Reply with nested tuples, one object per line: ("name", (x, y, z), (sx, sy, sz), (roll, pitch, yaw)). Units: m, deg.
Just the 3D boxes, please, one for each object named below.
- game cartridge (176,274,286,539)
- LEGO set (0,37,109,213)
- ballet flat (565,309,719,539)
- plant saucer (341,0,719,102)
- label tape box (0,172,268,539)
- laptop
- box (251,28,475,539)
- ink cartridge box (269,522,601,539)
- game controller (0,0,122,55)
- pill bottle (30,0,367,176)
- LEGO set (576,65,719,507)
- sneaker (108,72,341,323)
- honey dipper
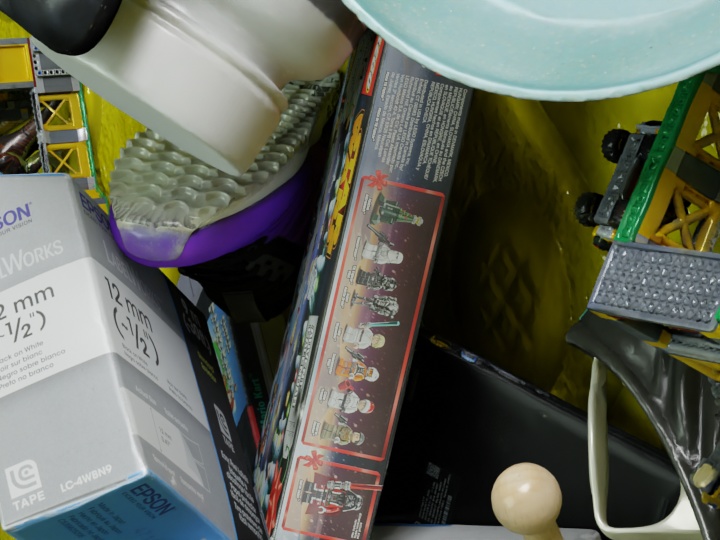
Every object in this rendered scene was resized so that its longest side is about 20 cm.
("game cartridge", (-0.062, 0.082, 1.120), (0.130, 0.038, 0.200), (110, 153, -45))
("LEGO set", (-0.234, -0.057, 1.351), (0.200, 0.115, 0.155), (-3, 93, 62))
("ballet flat", (0.118, 0.092, 0.785), (0.068, 0.068, 0.201), (50, -159, -61))
("plant saucer", (0.069, -0.146, 0.675), (0.199, 0.036, 0.201), (-2, 86, 24))
("label tape box", (-0.107, 0.030, 0.952), (0.143, 0.066, 0.201), (51, -160, -59))
("laptop", (0.054, 0.095, 0.968), (0.200, 0.116, 0.188), (27, 123, 24))
("box", (0.000, 0.000, 0.917), (0.137, 0.040, 0.201), (-139, 62, -82))
("ink cartridge box", (0.025, 0.204, 0.892), (0.146, 0.086, 0.201), (-2, 102, 37))
("game controller", (-0.084, -0.176, 0.807), (0.104, 0.042, 0.201), (34, 109, 45))
("pill bottle", (-0.030, -0.143, 0.875), (0.200, 0.113, 0.113), (-58, 32, -4))
("LEGO set", (0.167, -0.006, 0.662), (0.200, 0.116, 0.154), (-2, 65, 56))
("sneaker", (-0.049, -0.019, 0.996), (0.200, 0.069, 0.100), (-50, -36, -65))
("honey dipper", (0.082, 0.133, 0.795), (0.038, 0.038, 0.200), (45, 164, 49))
